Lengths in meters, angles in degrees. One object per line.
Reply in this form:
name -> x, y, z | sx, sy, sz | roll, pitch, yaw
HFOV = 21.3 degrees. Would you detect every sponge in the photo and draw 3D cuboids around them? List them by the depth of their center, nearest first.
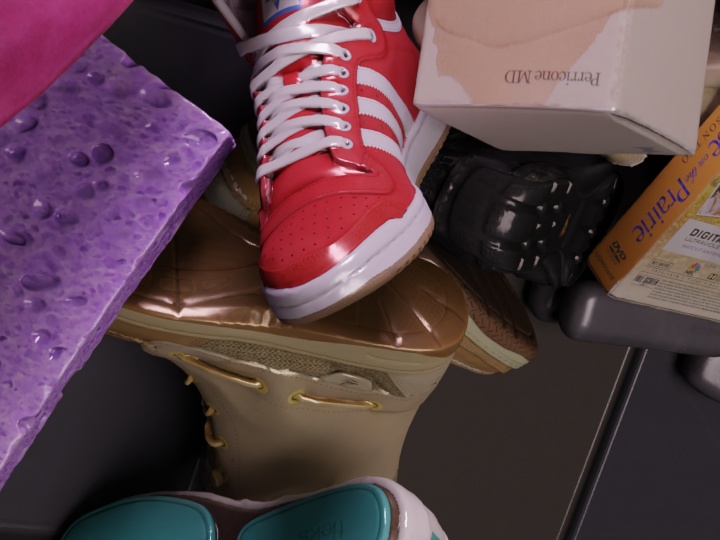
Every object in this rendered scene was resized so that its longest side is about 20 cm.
sponge -> -0.148, -0.003, 0.750 | 0.201, 0.111, 0.030 | -55, 172, -2

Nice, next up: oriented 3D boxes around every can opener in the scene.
can opener -> 0.171, 0.041, 1.023 | 0.198, 0.053, 0.068 | 7, 105, -36

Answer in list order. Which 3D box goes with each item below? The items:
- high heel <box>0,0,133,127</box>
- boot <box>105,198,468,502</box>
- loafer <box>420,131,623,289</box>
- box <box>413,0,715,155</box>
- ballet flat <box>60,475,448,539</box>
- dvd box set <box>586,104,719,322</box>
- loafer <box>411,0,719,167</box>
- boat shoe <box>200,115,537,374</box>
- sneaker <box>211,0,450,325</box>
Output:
high heel -> -0.081, -0.099, 0.686 | 0.199, 0.067, 0.097 | -13, 95, -39
boot -> -0.066, 0.046, 0.839 | 0.198, 0.073, 0.156 | 11, 137, -6
loafer -> 0.072, -0.033, 0.886 | 0.069, 0.070, 0.200 | -64, 161, 8
box -> 0.090, -0.151, 0.751 | 0.078, 0.094, 0.202 | 17, 78, -56
ballet flat -> -0.046, 0.130, 0.832 | 0.069, 0.199, 0.070 | 21, 64, -50
dvd box set -> 0.216, -0.054, 0.898 | 0.145, 0.030, 0.200 | 10, 129, -41
loafer -> 0.111, -0.085, 0.867 | 0.198, 0.076, 0.069 | 3, 126, -25
boat shoe -> 0.000, 0.000, 0.886 | 0.076, 0.072, 0.200 | -41, 126, 17
sneaker -> -0.018, -0.067, 0.737 | 0.071, 0.200, 0.113 | -20, 112, 17
